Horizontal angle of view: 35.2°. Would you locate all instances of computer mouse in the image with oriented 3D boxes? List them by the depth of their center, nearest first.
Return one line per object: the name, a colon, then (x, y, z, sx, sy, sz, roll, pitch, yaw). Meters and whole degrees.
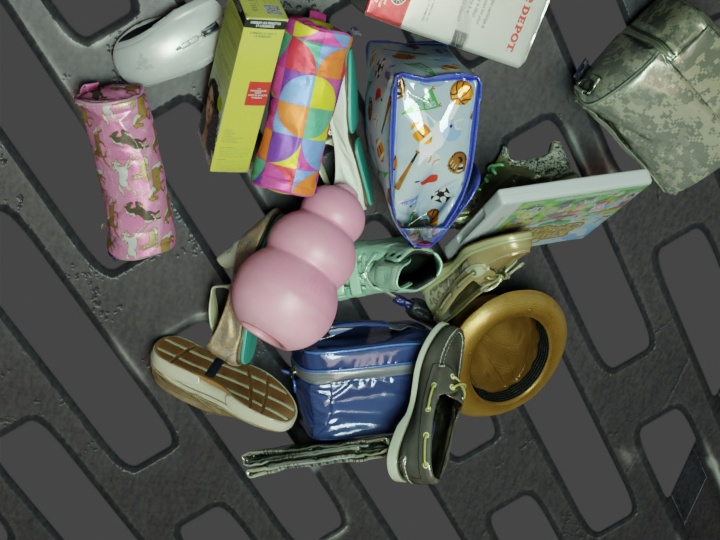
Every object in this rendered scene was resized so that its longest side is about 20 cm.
computer mouse: (-0.178, -0.259, 1.255, 0.199, 0.044, 0.110, -28, 118, 0)

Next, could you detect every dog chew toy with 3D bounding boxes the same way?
dog chew toy: (-0.062, -0.011, 1.303, 0.124, 0.124, 0.201, 37, 75, -25)

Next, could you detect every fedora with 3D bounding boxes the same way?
fedora: (0.173, 0.095, 1.467, 0.199, 0.082, 0.202, -16, 128, -21)

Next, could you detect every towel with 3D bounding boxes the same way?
towel: (-0.031, 0.227, 1.406, 0.191, 0.200, 0.035, -8, 82, 14)

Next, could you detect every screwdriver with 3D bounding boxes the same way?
screwdriver: (0.029, 0.028, 1.450, 0.199, 0.028, 0.029, 26, 134, -16)

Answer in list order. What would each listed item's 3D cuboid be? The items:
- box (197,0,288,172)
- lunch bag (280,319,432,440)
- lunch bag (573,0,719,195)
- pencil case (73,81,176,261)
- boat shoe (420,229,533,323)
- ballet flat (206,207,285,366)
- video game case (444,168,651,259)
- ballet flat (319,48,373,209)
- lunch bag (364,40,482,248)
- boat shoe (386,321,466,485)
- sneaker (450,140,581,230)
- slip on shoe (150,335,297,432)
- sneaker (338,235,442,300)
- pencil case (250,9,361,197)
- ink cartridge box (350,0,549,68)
box: (-0.131, -0.207, 1.237, 0.050, 0.075, 0.201, 0, 132, -24)
lunch bag: (0.000, 0.126, 1.416, 0.199, 0.136, 0.133, -4, 98, -15)
lunch bag: (0.371, -0.206, 1.359, 0.168, 0.139, 0.200, -45, 115, 8)
pencil case: (-0.263, -0.112, 1.277, 0.086, 0.083, 0.201, -6, 116, -1)
boat shoe: (0.145, 0.006, 1.381, 0.073, 0.200, 0.063, -9, 75, -32)
ballet flat: (-0.146, 0.015, 1.371, 0.067, 0.068, 0.201, 18, 96, 17)
video game case: (0.221, -0.065, 1.366, 0.199, 0.182, 0.022, -9, 74, -20)
ballet flat: (-0.029, -0.160, 1.330, 0.069, 0.070, 0.201, -13, 117, -8)
lunch bag: (0.068, -0.146, 1.297, 0.123, 0.170, 0.201, 1, 112, -9)
boat shoe: (0.092, 0.154, 1.323, 0.072, 0.060, 0.202, 47, 55, -47)
sneaker: (0.176, -0.106, 1.411, 0.199, 0.077, 0.089, -16, 84, -2)
slip on shoe: (-0.170, 0.150, 1.392, 0.199, 0.076, 0.061, 23, 125, 8)
sneaker: (0.000, 0.000, 1.365, 0.199, 0.118, 0.074, -14, 100, -11)
pencil case: (-0.065, -0.184, 1.258, 0.088, 0.088, 0.201, 11, 105, -18)
ink cartridge box: (0.109, -0.330, 1.271, 0.199, 0.084, 0.145, 15, 108, -19)
